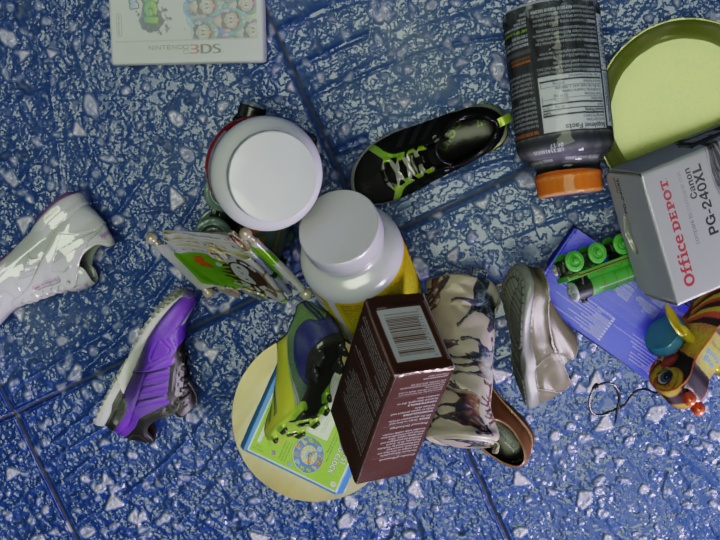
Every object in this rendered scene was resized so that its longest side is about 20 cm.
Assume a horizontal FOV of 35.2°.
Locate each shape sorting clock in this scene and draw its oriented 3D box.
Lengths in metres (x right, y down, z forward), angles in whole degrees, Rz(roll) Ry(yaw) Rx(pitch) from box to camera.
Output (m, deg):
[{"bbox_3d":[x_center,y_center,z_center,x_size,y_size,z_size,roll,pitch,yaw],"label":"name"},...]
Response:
[{"bbox_3d":[-0.053,0.172,1.337,0.197,0.039,0.203,0,95,2],"label":"shape sorting clock"}]

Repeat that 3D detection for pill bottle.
[{"bbox_3d":[-0.098,-0.100,1.146,0.110,0.200,0.114,-1,98,-10],"label":"pill bottle"},{"bbox_3d":[0.212,-0.180,1.208,0.105,0.106,0.203,-6,90,7],"label":"pill bottle"},{"bbox_3d":[0.000,0.000,1.213,0.111,0.200,0.114,-6,63,11],"label":"pill bottle"}]

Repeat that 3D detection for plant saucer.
[{"bbox_3d":[0.354,-0.173,1.243,0.197,0.031,0.203,1,99,7],"label":"plant saucer"}]

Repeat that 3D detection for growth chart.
[{"bbox_3d":[-0.142,-0.003,1.233,0.145,0.198,0.018,44,61,-37],"label":"growth chart"}]

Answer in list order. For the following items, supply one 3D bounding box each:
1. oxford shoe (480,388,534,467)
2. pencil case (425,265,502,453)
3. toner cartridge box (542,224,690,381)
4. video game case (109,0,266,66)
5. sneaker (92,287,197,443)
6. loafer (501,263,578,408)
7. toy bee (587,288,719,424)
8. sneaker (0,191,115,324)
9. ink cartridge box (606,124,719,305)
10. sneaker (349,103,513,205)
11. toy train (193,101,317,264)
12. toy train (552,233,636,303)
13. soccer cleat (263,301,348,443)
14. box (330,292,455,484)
[{"bbox_3d":[0.120,0.149,1.299,0.199,0.071,0.072,39,102,2],"label":"oxford shoe"},{"bbox_3d":[0.114,0.101,1.247,0.088,0.078,0.203,-1,69,8],"label":"pencil case"},{"bbox_3d":[0.294,0.045,1.275,0.199,0.043,0.096,35,101,1],"label":"toner cartridge box"},{"bbox_3d":[-0.198,-0.337,1.287,0.179,0.024,0.203,0,98,6],"label":"video game case"},{"bbox_3d":[-0.228,0.118,1.341,0.099,0.070,0.201,31,105,-5],"label":"sneaker"},{"bbox_3d":[0.200,0.067,1.249,0.069,0.076,0.202,-15,135,-3],"label":"loafer"},{"bbox_3d":[0.349,0.104,1.198,0.129,0.109,0.202,19,106,-24],"label":"toy bee"},{"bbox_3d":[-0.371,0.006,1.332,0.100,0.075,0.200,44,101,0],"label":"sneaker"},{"bbox_3d":[0.375,-0.069,1.175,0.198,0.083,0.147,-22,102,-8],"label":"ink cartridge box"},{"bbox_3d":[0.073,-0.134,1.255,0.198,0.083,0.072,-27,94,10],"label":"sneaker"},{"bbox_3d":[-0.120,-0.086,1.289,0.112,0.085,0.203,14,100,-5],"label":"toy train"},{"bbox_3d":[0.298,-0.017,1.232,0.198,0.042,0.057,-19,88,-16],"label":"toy train"},{"bbox_3d":[-0.069,0.115,1.256,0.084,0.064,0.201,54,140,29],"label":"soccer cleat"},{"bbox_3d":[0.030,0.128,1.203,0.074,0.101,0.201,-5,141,-22],"label":"box"}]
